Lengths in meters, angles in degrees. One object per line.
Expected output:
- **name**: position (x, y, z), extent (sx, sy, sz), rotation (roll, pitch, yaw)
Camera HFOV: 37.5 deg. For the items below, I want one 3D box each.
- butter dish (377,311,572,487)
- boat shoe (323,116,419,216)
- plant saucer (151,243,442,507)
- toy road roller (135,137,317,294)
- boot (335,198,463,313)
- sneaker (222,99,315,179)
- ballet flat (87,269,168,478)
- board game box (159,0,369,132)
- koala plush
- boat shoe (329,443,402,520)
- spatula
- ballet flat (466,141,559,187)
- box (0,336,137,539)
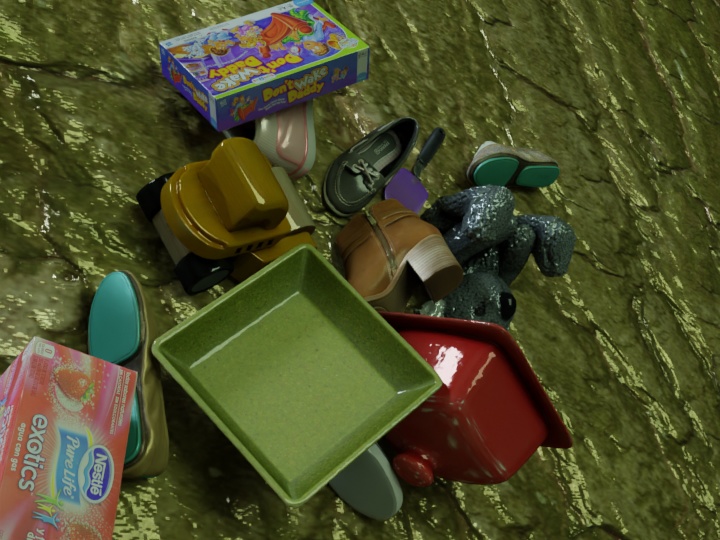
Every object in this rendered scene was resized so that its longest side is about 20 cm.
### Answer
- **butter dish**: position (0.083, 0.152, 1.078), extent (0.148, 0.200, 0.200), rotation (-56, 129, -29)
- **boat shoe**: position (0.016, -0.140, 1.339), extent (0.067, 0.057, 0.200), rotation (46, 41, -6)
- **plant saucer**: position (-0.061, 0.099, 0.995), extent (0.200, 0.048, 0.200), rotation (-35, 73, -32)
- **toy road roller**: position (-0.117, -0.069, 1.100), extent (0.200, 0.146, 0.123), rotation (-18, 74, -47)
- **boot**: position (0.000, 0.000, 1.200), extent (0.155, 0.200, 0.077), rotation (52, -7, 45)
- **sneaker**: position (-0.115, -0.209, 1.258), extent (0.105, 0.075, 0.200), rotation (15, 56, -41)
- **ballet flat**: position (-0.210, 0.097, 0.974), extent (0.063, 0.069, 0.200), rotation (41, 35, -56)
- **board game box**: position (-0.109, -0.240, 1.214), extent (0.200, 0.045, 0.134), rotation (-25, 50, -26)
- **koala plush**: position (0.137, 0.025, 1.280), extent (0.177, 0.184, 0.200), rotation (21, 70, -39)
- **boat shoe**: position (-0.019, 0.160, 1.085), extent (0.200, 0.071, 0.070), rotation (50, 35, 1)
- **spatula**: position (0.080, -0.138, 1.423), extent (0.057, 0.021, 0.200), rotation (45, 40, -15)
- **ballet flat**: position (0.206, -0.153, 1.528), extent (0.200, 0.068, 0.067), rotation (2, 40, -47)
- **box**: position (-0.252, 0.170, 0.840), extent (0.095, 0.103, 0.200), rotation (24, 46, -28)
